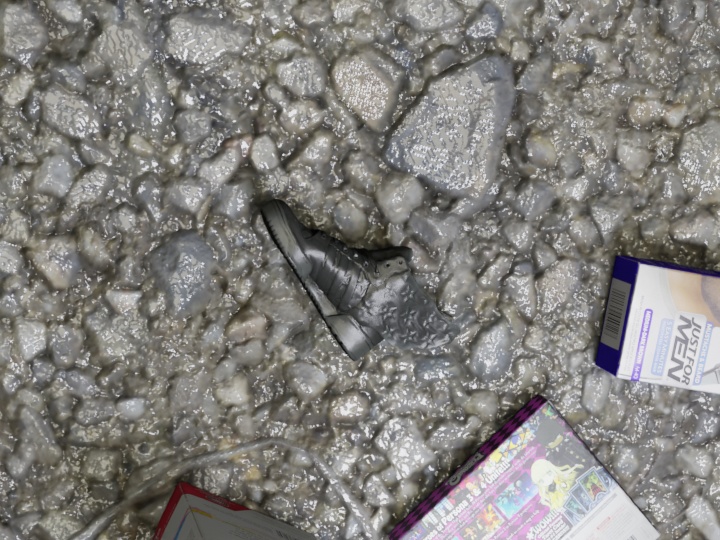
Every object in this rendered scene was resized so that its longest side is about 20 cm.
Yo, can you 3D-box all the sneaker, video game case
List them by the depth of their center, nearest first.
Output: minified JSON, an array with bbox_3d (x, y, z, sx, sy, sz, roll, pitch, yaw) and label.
[{"bbox_3d":[0.001,0.001,1.361,0.104,0.060,0.201,-33,108,-4],"label":"sneaker"},{"bbox_3d":[0.155,0.249,1.438,0.200,0.036,0.182,-43,104,-3],"label":"video game case"}]

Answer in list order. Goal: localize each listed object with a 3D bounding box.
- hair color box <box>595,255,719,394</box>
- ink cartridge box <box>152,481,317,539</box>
[{"bbox_3d":[0.330,0.057,1.432,0.198,0.065,0.111,9,96,-14],"label":"hair color box"},{"bbox_3d":[-0.098,0.266,1.305,0.146,0.200,0.086,26,93,-13],"label":"ink cartridge box"}]
